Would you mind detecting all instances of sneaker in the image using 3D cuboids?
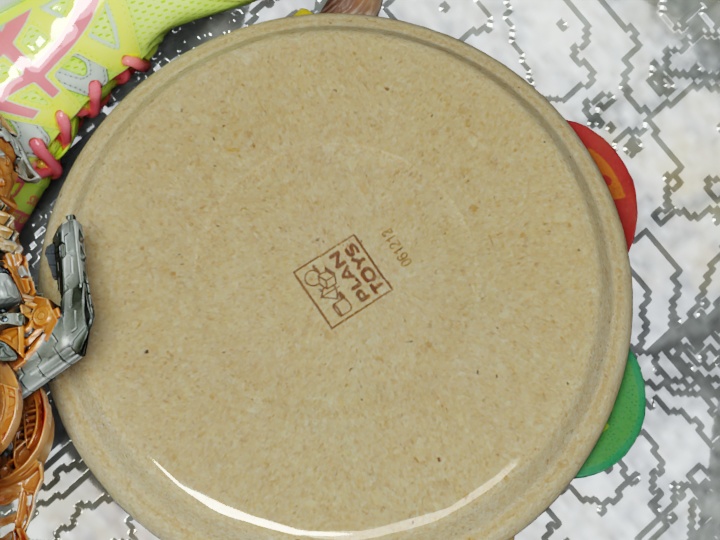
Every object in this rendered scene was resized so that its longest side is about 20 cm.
[{"bbox_3d":[-0.116,-0.060,0.957,0.199,0.078,0.091,-20,91,3],"label":"sneaker"}]

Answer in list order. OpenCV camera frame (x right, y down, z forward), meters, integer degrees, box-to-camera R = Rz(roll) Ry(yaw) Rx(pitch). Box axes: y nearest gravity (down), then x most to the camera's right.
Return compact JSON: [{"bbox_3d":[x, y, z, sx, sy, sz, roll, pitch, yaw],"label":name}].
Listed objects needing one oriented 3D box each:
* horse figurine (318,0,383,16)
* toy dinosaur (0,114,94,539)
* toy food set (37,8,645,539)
[{"bbox_3d":[0.000,0.000,0.967,0.132,0.050,0.201,-19,74,-4],"label":"horse figurine"},{"bbox_3d":[-0.143,0.043,0.871,0.135,0.102,0.201,-13,48,20],"label":"toy dinosaur"},{"bbox_3d":[-0.004,0.010,0.913,0.200,0.049,0.198,39,77,11],"label":"toy food set"}]
